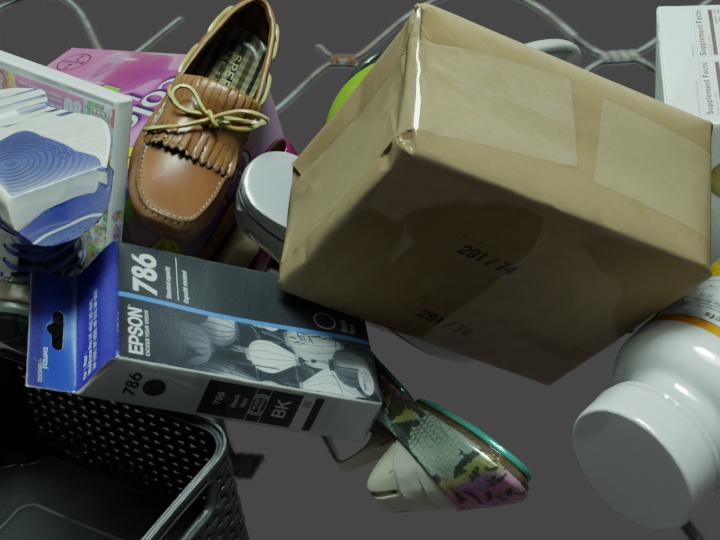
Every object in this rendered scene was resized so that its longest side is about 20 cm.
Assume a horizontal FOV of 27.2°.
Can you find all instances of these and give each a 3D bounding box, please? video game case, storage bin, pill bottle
[{"bbox_3d":[-0.215,-0.036,1.002,0.143,0.201,0.018,21,24,32],"label":"video game case"},{"bbox_3d":[-0.178,0.140,0.852,0.199,0.094,0.135,15,43,28],"label":"storage bin"},{"bbox_3d":[0.217,0.060,0.866,0.111,0.111,0.200,28,50,37],"label":"pill bottle"}]

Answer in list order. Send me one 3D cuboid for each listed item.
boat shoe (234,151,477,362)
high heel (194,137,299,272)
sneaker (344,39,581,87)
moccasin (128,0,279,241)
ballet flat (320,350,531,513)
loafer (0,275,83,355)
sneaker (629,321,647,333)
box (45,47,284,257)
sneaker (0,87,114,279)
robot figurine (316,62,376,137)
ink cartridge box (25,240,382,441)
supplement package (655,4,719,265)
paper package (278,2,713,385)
[{"bbox_3d":[0.000,0.000,0.995,0.199,0.070,0.071,32,61,-2],"label":"boat shoe"},{"bbox_3d":[-0.102,-0.007,1.021,0.067,0.097,0.200,14,43,26],"label":"high heel"},{"bbox_3d":[0.075,-0.158,1.202,0.199,0.071,0.099,-23,45,-13],"label":"sneaker"},{"bbox_3d":[-0.098,-0.104,0.986,0.073,0.078,0.202,29,51,-4],"label":"moccasin"},{"bbox_3d":[0.020,0.101,0.897,0.071,0.069,0.200,-42,42,-11],"label":"ballet flat"},{"bbox_3d":[-0.138,0.036,0.927,0.199,0.072,0.063,21,61,-27],"label":"loafer"},{"bbox_3d":[0.167,-0.059,1.023,0.075,0.116,0.200,-8,38,0],"label":"sneaker"},{"bbox_3d":[-0.187,-0.080,1.108,0.199,0.097,0.176,10,40,34],"label":"box"},{"bbox_3d":[-0.193,-0.037,0.909,0.080,0.116,0.199,-19,26,-20],"label":"sneaker"},{"bbox_3d":[0.053,-0.092,1.049,0.175,0.116,0.200,-8,1,33],"label":"robot figurine"},{"bbox_3d":[-0.090,0.038,0.856,0.199,0.039,0.100,10,39,-20],"label":"ink cartridge box"},{"bbox_3d":[0.300,-0.079,0.995,0.199,0.152,0.151,-1,39,9],"label":"supplement package"},{"bbox_3d":[0.075,-0.036,0.860,0.199,0.191,0.104,19,59,-19],"label":"paper package"}]
